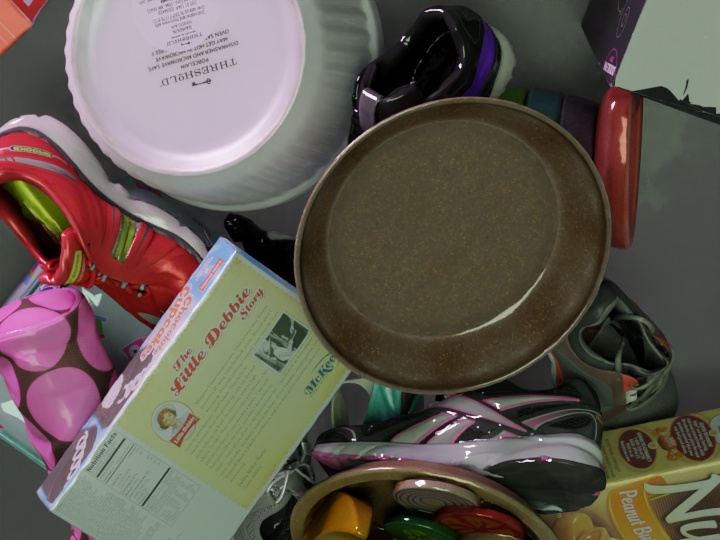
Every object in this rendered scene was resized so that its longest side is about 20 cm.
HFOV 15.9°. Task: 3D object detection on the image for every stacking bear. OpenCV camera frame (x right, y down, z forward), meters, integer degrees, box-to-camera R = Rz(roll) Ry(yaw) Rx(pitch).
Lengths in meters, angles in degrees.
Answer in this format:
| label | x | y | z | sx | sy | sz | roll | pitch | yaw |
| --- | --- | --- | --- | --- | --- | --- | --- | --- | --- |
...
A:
| label | x | y | z | sx | sy | sz | roll | pitch | yaw |
| --- | --- | --- | --- | --- | --- | --- | --- | --- | --- |
| stacking bear | 0.081 | -0.073 | 1.689 | 0.199 | 0.121 | 0.114 | 3 | 97 | 9 |

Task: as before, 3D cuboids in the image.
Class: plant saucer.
| label | x | y | z | sx | sy | sz | roll | pitch | yaw |
| --- | --- | --- | --- | --- | --- | --- | --- | --- | --- |
| plant saucer | 0.054 | -0.020 | 1.582 | 0.200 | 0.037 | 0.201 | -5 | 118 | -10 |

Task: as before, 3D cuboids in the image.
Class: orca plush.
| label | x | y | z | sx | sy | sz | roll | pitch | yaw |
| --- | --- | --- | --- | --- | --- | --- | --- | --- | --- |
| orca plush | 0.000 | 0.000 | 1.659 | 0.199 | 0.071 | 0.106 | 18 | 124 | 16 |

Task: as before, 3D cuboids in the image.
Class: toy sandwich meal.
| label | x | y | z | sx | sy | sz | roll | pitch | yaw |
| --- | --- | --- | --- | --- | --- | --- | --- | --- | --- |
| toy sandwich meal | 0.037 | 0.201 | 1.685 | 0.204 | 0.070 | 0.205 | 9 | 143 | 7 |

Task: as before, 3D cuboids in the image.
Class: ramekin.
| label | x | y | z | sx | sy | sz | roll | pitch | yaw |
| --- | --- | --- | --- | --- | --- | --- | --- | --- | --- |
| ramekin | -0.093 | -0.137 | 1.635 | 0.199 | 0.105 | 0.201 | 0 | 91 | 18 |

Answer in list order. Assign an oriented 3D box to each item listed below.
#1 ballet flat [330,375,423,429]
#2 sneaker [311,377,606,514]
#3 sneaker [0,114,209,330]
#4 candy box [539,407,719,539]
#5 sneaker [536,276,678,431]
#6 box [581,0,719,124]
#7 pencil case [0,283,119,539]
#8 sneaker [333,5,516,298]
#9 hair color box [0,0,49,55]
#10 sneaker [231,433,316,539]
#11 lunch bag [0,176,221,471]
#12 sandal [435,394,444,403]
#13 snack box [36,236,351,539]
| label | x | y | z | sx | sy | sz | roll | pitch | yaw |
| --- | --- | --- | --- | --- | --- | --- | --- | --- | --- |
| ballet flat | 0.016 | 0.071 | 1.749 | 0.070 | 0.067 | 0.201 | 12 | 104 | 12 |
| sneaker | 0.070 | 0.112 | 1.692 | 0.199 | 0.087 | 0.080 | 0 | 141 | 19 |
| sneaker | -0.168 | -0.008 | 1.626 | 0.200 | 0.085 | 0.077 | 39 | 127 | -8 |
| candy box | 0.200 | 0.161 | 1.745 | 0.199 | 0.055 | 0.116 | -11 | 130 | -3 |
| sneaker | 0.171 | 0.064 | 1.694 | 0.077 | 0.082 | 0.200 | -53 | 138 | -8 |
| box | 0.226 | -0.181 | 1.605 | 0.124 | 0.200 | 0.149 | 19 | 104 | -6 |
| pencil case | -0.183 | 0.110 | 1.668 | 0.093 | 0.091 | 0.201 | -8 | 111 | 36 |
| sneaker | 0.016 | -0.081 | 1.602 | 0.069 | 0.099 | 0.201 | 28 | 87 | 25 |
| hair color box | -0.296 | -0.123 | 1.675 | 0.200 | 0.102 | 0.061 | -41 | 101 | 12 |
| sneaker | -0.054 | 0.118 | 1.718 | 0.075 | 0.082 | 0.200 | -28 | 139 | -26 |
| lunch bag | -0.159 | 0.048 | 1.734 | 0.160 | 0.077 | 0.200 | 39 | 102 | -10 |
| sandal | 0.076 | 0.149 | 1.762 | 0.075 | 0.045 | 0.201 | -8 | 108 | -43 |
| snack box | -0.098 | 0.093 | 1.620 | 0.116 | 0.037 | 0.200 | 36 | 90 | -27 |
